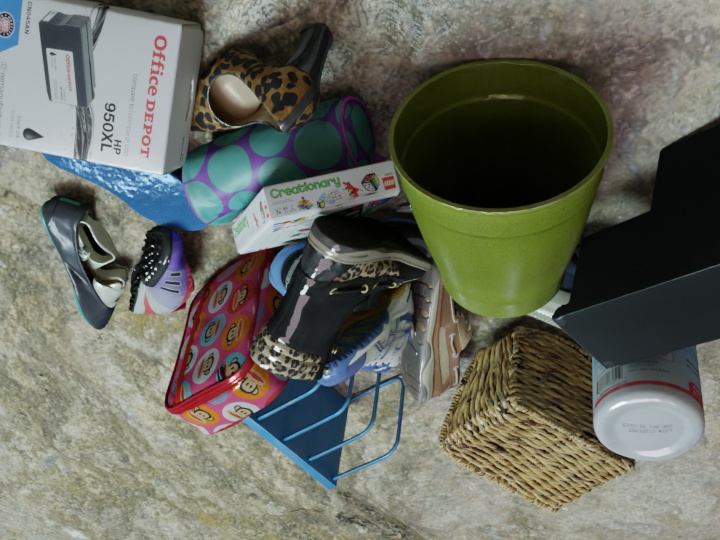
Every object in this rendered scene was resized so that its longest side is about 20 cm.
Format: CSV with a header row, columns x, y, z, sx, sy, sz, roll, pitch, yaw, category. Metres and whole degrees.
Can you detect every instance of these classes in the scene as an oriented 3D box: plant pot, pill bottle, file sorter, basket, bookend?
x,y,z,sx,sy,sz,roll,pitch,yaw,category
0.135,-0.063,0.936,0.198,0.202,0.194,2,140,11,plant pot
0.300,0.090,1.030,0.107,0.201,0.109,6,135,6,pill bottle
-0.052,0.144,1.208,0.122,0.140,0.200,-30,121,30,file sorter
0.211,0.172,1.170,0.199,0.144,0.149,29,135,-18,basket
0.305,-0.030,0.941,0.092,0.200,0.199,39,141,-24,bookend

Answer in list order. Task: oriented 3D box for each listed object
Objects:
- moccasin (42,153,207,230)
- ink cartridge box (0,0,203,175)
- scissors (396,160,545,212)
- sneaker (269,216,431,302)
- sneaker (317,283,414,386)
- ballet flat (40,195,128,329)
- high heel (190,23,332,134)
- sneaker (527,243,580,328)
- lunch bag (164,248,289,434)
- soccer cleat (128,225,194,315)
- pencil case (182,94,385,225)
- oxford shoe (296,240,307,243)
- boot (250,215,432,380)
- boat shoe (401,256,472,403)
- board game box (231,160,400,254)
x,y,z,sx,sy,sz,roll,pitch,yaw,category
-0.242,-0.118,1.048,0.199,0.069,0.080,32,124,-20,moccasin
-0.264,-0.184,0.937,0.198,0.084,0.146,11,104,1,ink cartridge box
0.139,-0.069,1.045,0.198,0.014,0.073,-18,128,26,scissors
0.000,0.000,1.052,0.198,0.083,0.071,-16,143,-28,sneaker
0.014,0.081,1.054,0.075,0.200,0.089,-1,115,31,sneaker
-0.320,-0.004,1.173,0.072,0.073,0.201,0,131,13,ballet flat
-0.118,-0.152,0.931,0.199,0.143,0.071,-23,125,30,high heel
0.192,0.000,1.060,0.199,0.085,0.075,26,158,27,sneaker
-0.150,0.085,1.129,0.175,0.201,0.082,-30,126,34,lunch bag
-0.223,0.003,1.140,0.072,0.069,0.200,6,157,-19,soccer cleat
-0.081,-0.111,1.004,0.198,0.086,0.093,-15,133,24,pencil case
-0.013,0.037,1.133,0.072,0.085,0.201,-17,126,28,oxford shoe
-0.017,0.028,0.948,0.073,0.199,0.151,37,105,22,boot
0.093,0.066,1.154,0.071,0.076,0.202,-10,128,-18,boat shoe
-0.051,-0.059,0.963,0.125,0.035,0.200,-14,176,-18,board game box
